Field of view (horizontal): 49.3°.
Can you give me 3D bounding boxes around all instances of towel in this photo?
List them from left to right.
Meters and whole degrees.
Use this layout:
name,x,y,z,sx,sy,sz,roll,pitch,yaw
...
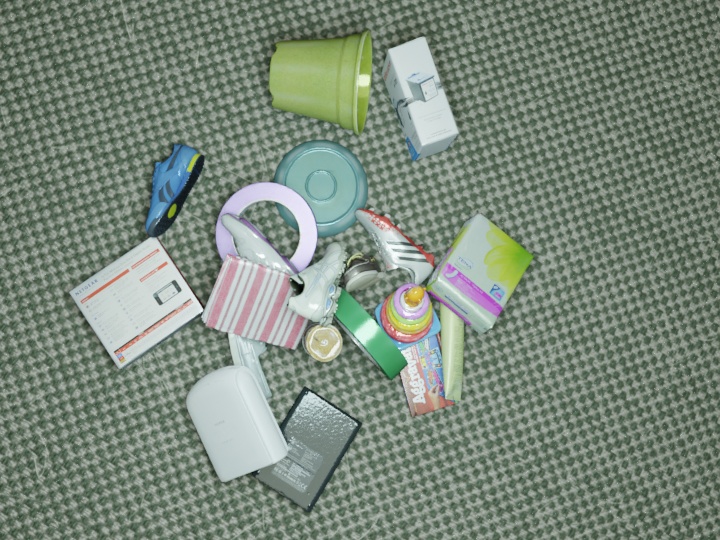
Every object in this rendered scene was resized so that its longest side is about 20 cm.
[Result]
name,x,y,z,sx,sy,sz,roll,pitch,yaw
towel,-0.182,0.059,1.465,0.197,0.030,0.148,18,109,-23

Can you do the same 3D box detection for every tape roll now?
name,x,y,z,sx,sy,sz,roll,pitch,yaw
tape roll,-0.183,-0.072,1.549,0.196,0.066,0.204,0,96,-2
tape roll,0.008,0.120,1.500,0.048,0.200,0.201,-42,90,-7

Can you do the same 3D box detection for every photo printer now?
name,x,y,z,sx,sy,sz,roll,pitch,yaw
photo printer,-0.241,0.286,1.492,0.165,0.069,0.202,-26,88,35

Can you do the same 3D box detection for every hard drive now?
name,x,y,z,sx,sy,sz,roll,pitch,yaw
hard drive,-0.105,0.352,1.555,0.138,0.033,0.202,32,83,-2

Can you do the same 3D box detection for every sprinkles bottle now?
name,x,y,z,sx,sy,sz,roll,pitch,yaw
sprinkles bottle,-0.074,0.134,1.490,0.067,0.200,0.070,0,86,-6

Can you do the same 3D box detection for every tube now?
name,x,y,z,sx,sy,sz,roll,pitch,yaw
tube,0.184,0.158,1.577,0.057,0.052,0.204,4,78,-19

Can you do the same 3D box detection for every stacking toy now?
name,x,y,z,sx,sy,sz,roll,pitch,yaw
stacking toy,0.095,0.068,1.495,0.115,0.200,0.111,-25,73,-9

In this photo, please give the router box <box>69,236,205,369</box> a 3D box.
name,x,y,z,sx,sy,sz,roll,pitch,yaw
router box,-0.433,0.061,1.539,0.199,0.049,0.181,-34,89,-7

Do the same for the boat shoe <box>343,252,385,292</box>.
name,x,y,z,sx,sy,sz,roll,pitch,yaw
boat shoe,0.000,0.000,1.513,0.071,0.200,0.060,-30,84,12

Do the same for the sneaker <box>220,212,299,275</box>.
name,x,y,z,sx,sy,sz,roll,pitch,yaw
sneaker,-0.202,-0.019,1.482,0.099,0.075,0.200,-43,96,2

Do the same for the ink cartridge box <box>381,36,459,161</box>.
name,x,y,z,sx,sy,sz,roll,pitch,yaw
ink cartridge box,0.117,-0.340,1.575,0.085,0.146,0.203,-21,87,-5

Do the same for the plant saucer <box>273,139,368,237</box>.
name,x,y,z,sx,sy,sz,roll,pitch,yaw
plant saucer,-0.081,-0.170,1.603,0.196,0.027,0.204,0,85,-5

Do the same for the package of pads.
name,x,y,z,sx,sy,sz,roll,pitch,yaw
package of pads,0.236,0.002,1.573,0.154,0.068,0.201,38,62,-2

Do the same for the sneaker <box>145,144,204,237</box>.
name,x,y,z,sx,sy,sz,roll,pitch,yaw
sneaker,-0.383,-0.159,1.546,0.077,0.066,0.202,22,71,4

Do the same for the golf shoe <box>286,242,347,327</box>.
name,x,y,z,sx,sy,sz,roll,pitch,yaw
golf shoe,-0.079,0.009,1.428,0.096,0.201,0.079,16,128,-5

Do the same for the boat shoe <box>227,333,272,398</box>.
name,x,y,z,sx,sy,sz,roll,pitch,yaw
boat shoe,-0.219,0.161,1.546,0.070,0.070,0.204,-13,92,-11

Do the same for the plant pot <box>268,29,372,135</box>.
name,x,y,z,sx,sy,sz,roll,pitch,yaw
plant pot,-0.079,-0.379,1.551,0.181,0.200,0.204,7,85,6

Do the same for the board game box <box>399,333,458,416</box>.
name,x,y,z,sx,sy,sz,roll,pitch,yaw
board game box,0.124,0.185,1.598,0.101,0.019,0.203,-16,87,-6

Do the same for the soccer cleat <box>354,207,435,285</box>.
name,x,y,z,sx,sy,sz,roll,pitch,yaw
soccer cleat,0.061,-0.048,1.588,0.199,0.069,0.086,37,79,-6
